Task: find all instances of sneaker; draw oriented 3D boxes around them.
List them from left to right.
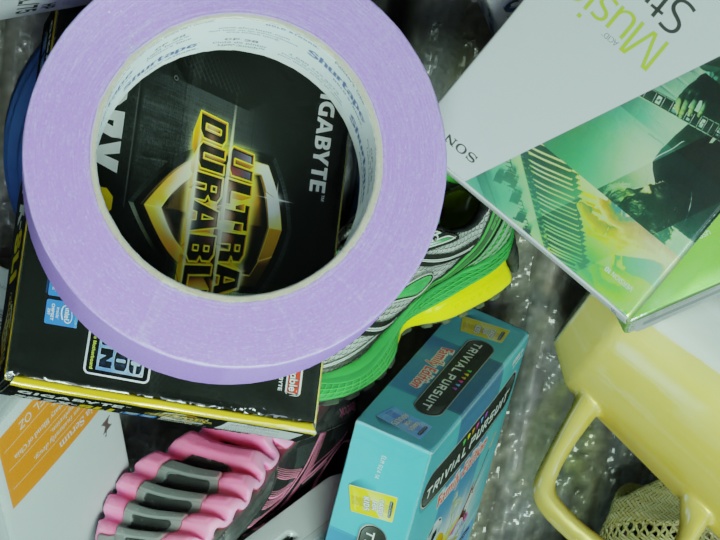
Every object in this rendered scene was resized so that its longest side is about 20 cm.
[{"bbox_3d":[-0.064,0.119,1.481,0.200,0.079,0.095,-47,139,-28],"label":"sneaker"},{"bbox_3d":[0.000,0.000,1.434,0.200,0.078,0.085,-35,139,-29],"label":"sneaker"}]

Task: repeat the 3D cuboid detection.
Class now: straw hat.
[{"bbox_3d":[0.182,0.163,1.573,0.201,0.201,0.085,1,77,-11],"label":"straw hat"}]

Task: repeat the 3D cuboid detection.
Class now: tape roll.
[{"bbox_3d":[-0.061,-0.048,1.290,0.200,0.066,0.201,1,80,-6],"label":"tape roll"}]

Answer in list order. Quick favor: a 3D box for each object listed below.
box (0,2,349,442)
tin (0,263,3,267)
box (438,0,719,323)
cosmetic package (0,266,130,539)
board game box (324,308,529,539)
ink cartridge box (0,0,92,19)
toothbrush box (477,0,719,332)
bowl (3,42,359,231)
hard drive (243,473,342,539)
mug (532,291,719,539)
[{"bbox_3d":[-0.091,-0.025,1.352,0.159,0.049,0.200,10,76,-13],"label":"box"},{"bbox_3d":[-0.257,0.070,1.478,0.112,0.042,0.200,27,108,-17],"label":"tin"},{"bbox_3d":[0.141,-0.095,1.341,0.144,0.036,0.200,39,92,8],"label":"box"},{"bbox_3d":[-0.180,0.106,1.431,0.071,0.101,0.200,23,144,23],"label":"cosmetic package"},{"bbox_3d":[0.025,0.139,1.489,0.047,0.151,0.200,23,121,14],"label":"board game box"},{"bbox_3d":[-0.205,-0.195,1.257,0.200,0.147,0.146,-12,84,-11],"label":"ink cartridge box"},{"bbox_3d":[0.164,-0.088,1.400,0.145,0.086,0.200,-23,82,2],"label":"toothbrush box"},{"bbox_3d":[-0.090,-0.060,1.444,0.200,0.039,0.201,-4,117,-8],"label":"bowl"},{"bbox_3d":[-0.070,0.213,1.510,0.027,0.132,0.200,39,135,18],"label":"hard drive"},{"bbox_3d":[0.183,0.061,1.475,0.153,0.187,0.150,37,133,3],"label":"mug"}]
